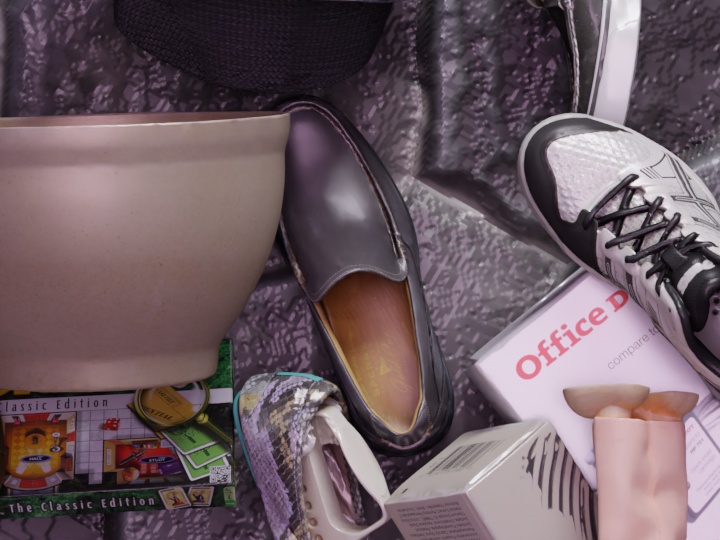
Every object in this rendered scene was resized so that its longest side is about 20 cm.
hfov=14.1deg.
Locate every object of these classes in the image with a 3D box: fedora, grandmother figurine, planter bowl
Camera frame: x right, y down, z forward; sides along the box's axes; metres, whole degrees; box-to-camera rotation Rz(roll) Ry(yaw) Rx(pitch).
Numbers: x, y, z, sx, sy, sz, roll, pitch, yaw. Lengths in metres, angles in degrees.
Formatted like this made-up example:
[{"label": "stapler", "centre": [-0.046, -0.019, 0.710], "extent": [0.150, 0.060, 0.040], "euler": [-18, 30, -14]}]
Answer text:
[{"label": "fedora", "centre": [-0.057, -0.148, 1.498], "extent": [0.201, 0.201, 0.092], "euler": [10, 118, 0]}, {"label": "grandmother figurine", "centre": [0.138, 0.159, 1.419], "extent": [0.121, 0.061, 0.200], "euler": [8, 77, -31]}, {"label": "planter bowl", "centre": [-0.133, -0.010, 1.461], "extent": [0.200, 0.200, 0.135], "euler": [-2, 96, 0]}]

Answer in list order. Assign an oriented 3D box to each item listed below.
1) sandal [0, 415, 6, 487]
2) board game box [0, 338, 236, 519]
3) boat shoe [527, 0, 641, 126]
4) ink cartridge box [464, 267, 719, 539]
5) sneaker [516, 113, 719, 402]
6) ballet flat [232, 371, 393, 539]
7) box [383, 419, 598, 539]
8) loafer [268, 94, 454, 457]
[{"label": "sandal", "centre": [-0.227, 0.051, 1.478], "extent": [0.054, 0.080, 0.200], "euler": [-28, 48, 5]}, {"label": "board game box", "centre": [-0.165, 0.083, 1.507], "extent": [0.200, 0.105, 0.023], "euler": [-4, 133, -1]}, {"label": "boat shoe", "centre": [0.113, -0.159, 1.529], "extent": [0.064, 0.071, 0.200], "euler": [1, 80, -1]}, {"label": "ink cartridge box", "centre": [0.172, 0.082, 1.508], "extent": [0.146, 0.086, 0.200], "euler": [-39, 89, -1]}, {"label": "sneaker", "centre": [0.160, -0.006, 1.427], "extent": [0.200, 0.088, 0.076], "euler": [44, 89, 5]}, {"label": "ballet flat", "centre": [-0.009, 0.147, 1.497], "extent": [0.072, 0.072, 0.200], "euler": [-16, 97, -1]}, {"label": "box", "centre": [0.103, 0.177, 1.476], "extent": [0.068, 0.082, 0.200], "euler": [-38, 104, -30]}, {"label": "loafer", "centre": [0.000, 0.000, 1.516], "extent": [0.073, 0.072, 0.200], "euler": [-24, 87, 0]}]
